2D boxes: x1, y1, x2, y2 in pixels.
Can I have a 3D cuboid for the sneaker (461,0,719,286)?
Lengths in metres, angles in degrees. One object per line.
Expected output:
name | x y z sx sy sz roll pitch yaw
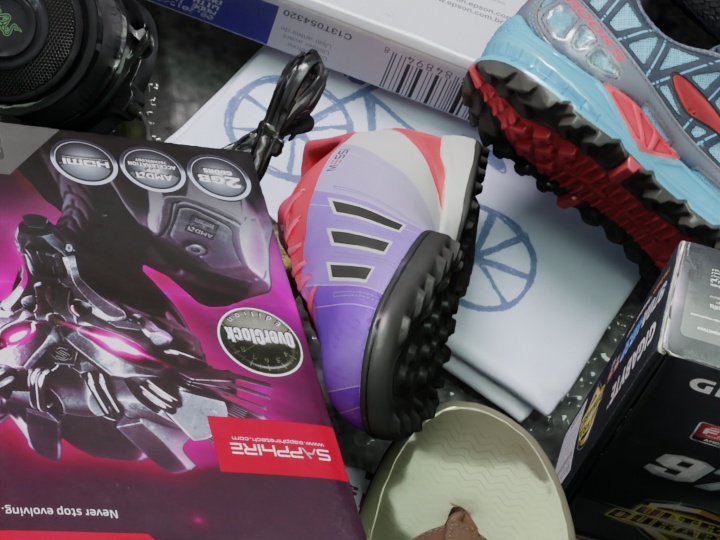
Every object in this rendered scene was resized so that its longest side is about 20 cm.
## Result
sneaker | 0.138 -0.044 0.835 0.200 0.079 0.096 40 70 -18

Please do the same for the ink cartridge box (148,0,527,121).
ink cartridge box | 0.007 -0.170 0.913 0.196 0.043 0.200 20 55 -2

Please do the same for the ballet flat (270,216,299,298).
ballet flat | -0.089 0.048 0.787 0.071 0.071 0.200 36 60 10

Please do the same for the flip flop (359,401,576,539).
flip flop | 0.024 0.127 0.694 0.081 0.058 0.200 21 55 1

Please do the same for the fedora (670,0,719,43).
fedora | 0.175 -0.134 0.905 0.092 0.201 0.201 -47 75 9

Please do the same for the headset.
headset | -0.110 -0.096 0.818 0.200 0.123 0.094 39 94 15

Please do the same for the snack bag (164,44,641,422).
snack bag | 0.045 -0.058 0.893 0.188 0.021 0.200 33 58 8

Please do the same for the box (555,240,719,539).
box | 0.181 0.070 0.768 0.199 0.159 0.046 16 61 -2

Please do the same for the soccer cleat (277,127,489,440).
soccer cleat | 0.000 0.000 0.760 0.073 0.068 0.200 9 24 5

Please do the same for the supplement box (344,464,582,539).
supplement box | 0.069 0.153 0.759 0.199 0.061 0.109 17 60 -2

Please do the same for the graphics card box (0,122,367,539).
graphics card box | -0.077 0.038 0.691 0.125 0.051 0.200 6 42 -24
